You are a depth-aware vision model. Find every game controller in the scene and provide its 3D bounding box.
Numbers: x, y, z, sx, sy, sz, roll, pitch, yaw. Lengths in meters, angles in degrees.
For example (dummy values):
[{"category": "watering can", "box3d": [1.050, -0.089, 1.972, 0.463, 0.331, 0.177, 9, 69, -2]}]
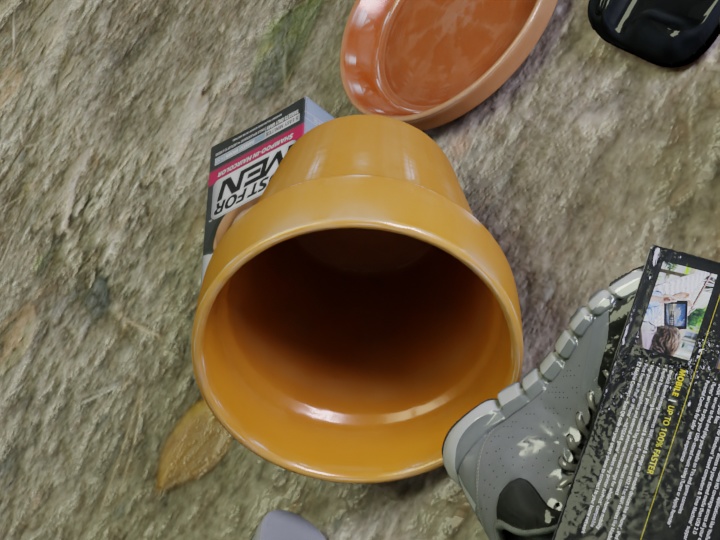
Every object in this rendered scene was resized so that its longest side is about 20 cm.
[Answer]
[{"category": "game controller", "box3d": [0.232, -0.226, 1.200, 0.104, 0.042, 0.200, 35, 91, 37]}]

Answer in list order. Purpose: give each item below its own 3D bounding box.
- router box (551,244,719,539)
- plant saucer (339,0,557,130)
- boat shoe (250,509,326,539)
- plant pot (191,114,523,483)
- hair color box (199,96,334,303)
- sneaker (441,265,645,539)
[{"category": "router box", "box3d": [0.191, 0.101, 0.941, 0.148, 0.051, 0.201, 16, 74, 20]}, {"category": "plant saucer", "box3d": [0.069, -0.189, 1.341, 0.200, 0.032, 0.201, -26, 46, 31]}, {"category": "boat shoe", "box3d": [-0.069, 0.222, 1.120, 0.066, 0.072, 0.200, -54, 11, 24]}, {"category": "plant pot", "box3d": [0.000, 0.000, 1.167, 0.200, 0.200, 0.184, -35, 28, 24]}, {"category": "hair color box", "box3d": [-0.060, -0.016, 1.329, 0.099, 0.061, 0.201, -25, 48, 32]}, {"category": "sneaker", "box3d": [0.139, 0.094, 1.043, 0.200, 0.075, 0.116, -45, 45, 26]}]
